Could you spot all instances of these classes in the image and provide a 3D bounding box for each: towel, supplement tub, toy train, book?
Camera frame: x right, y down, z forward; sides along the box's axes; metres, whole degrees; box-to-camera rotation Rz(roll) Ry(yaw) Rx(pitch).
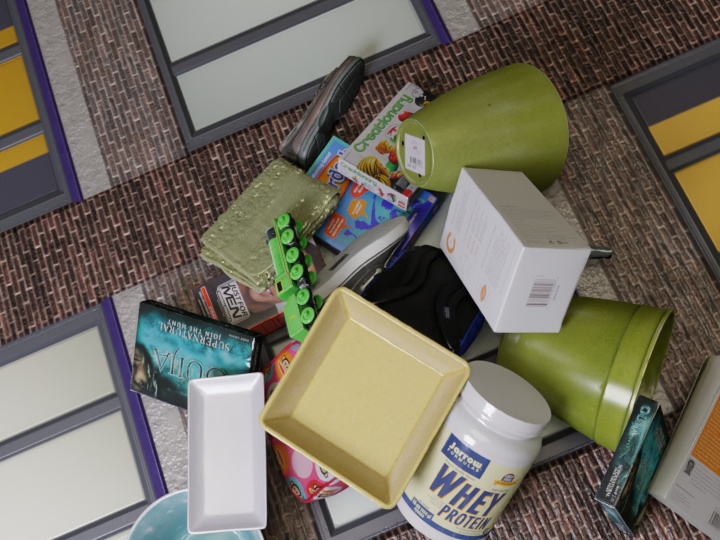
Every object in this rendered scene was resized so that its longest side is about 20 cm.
[{"bbox_3d":[-0.134,-0.069,1.279,0.147,0.037,0.201,31,74,28],"label":"towel"},{"bbox_3d":[0.142,0.232,1.100,0.144,0.145,0.202,33,113,17],"label":"supplement tub"},{"bbox_3d":[-0.092,0.007,1.178,0.056,0.042,0.202,-34,52,23],"label":"toy train"},{"bbox_3d":[0.467,0.232,1.119,0.133,0.048,0.202,36,76,-20],"label":"book"}]

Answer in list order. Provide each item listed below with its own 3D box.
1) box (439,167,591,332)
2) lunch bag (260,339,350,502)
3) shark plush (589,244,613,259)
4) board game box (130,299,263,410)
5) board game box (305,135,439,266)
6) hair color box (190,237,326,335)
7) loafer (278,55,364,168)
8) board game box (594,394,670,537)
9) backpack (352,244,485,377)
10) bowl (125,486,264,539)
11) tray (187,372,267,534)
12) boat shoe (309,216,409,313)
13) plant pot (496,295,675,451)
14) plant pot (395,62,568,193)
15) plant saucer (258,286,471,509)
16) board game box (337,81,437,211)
[{"bbox_3d":[0.191,-0.029,1.109,0.096,0.126,0.201,1,33,-20],"label":"box"},{"bbox_3d":[-0.056,0.193,1.166,0.081,0.176,0.202,-5,61,-40],"label":"lunch bag"},{"bbox_3d":[0.257,-0.035,1.243,0.198,0.083,0.092,25,77,15],"label":"shark plush"},{"bbox_3d":[-0.237,0.133,1.232,0.197,0.028,0.137,14,102,23],"label":"board game box"},{"bbox_3d":[-0.002,-0.093,1.318,0.199,0.045,0.153,31,79,17],"label":"board game box"},{"bbox_3d":[-0.140,0.034,1.288,0.198,0.061,0.102,-27,70,-2],"label":"hair color box"},{"bbox_3d":[-0.063,-0.262,1.372,0.062,0.072,0.202,24,79,21],"label":"loafer"},{"bbox_3d":[0.346,0.250,1.078,0.028,0.200,0.137,20,75,31],"label":"board game box"},{"bbox_3d":[0.081,0.069,1.195,0.161,0.169,0.200,28,45,12],"label":"backpack"},{"bbox_3d":[-0.209,0.398,1.155,0.197,0.105,0.204,-3,71,7],"label":"bowl"},{"bbox_3d":[-0.175,0.239,1.137,0.106,0.022,0.203,-5,70,5],"label":"tray"},{"bbox_3d":[0.000,0.000,1.235,0.199,0.070,0.064,-40,110,-17],"label":"boat shoe"},{"bbox_3d":[0.290,0.117,1.145,0.191,0.201,0.202,19,75,25],"label":"plant pot"},{"bbox_3d":[0.156,-0.182,1.212,0.198,0.188,0.189,-16,68,-28],"label":"plant pot"},{"bbox_3d":[0.006,0.155,1.068,0.198,0.048,0.202,30,85,11],"label":"plant saucer"},{"bbox_3d":[0.072,-0.193,1.316,0.125,0.035,0.201,30,60,16],"label":"board game box"}]
